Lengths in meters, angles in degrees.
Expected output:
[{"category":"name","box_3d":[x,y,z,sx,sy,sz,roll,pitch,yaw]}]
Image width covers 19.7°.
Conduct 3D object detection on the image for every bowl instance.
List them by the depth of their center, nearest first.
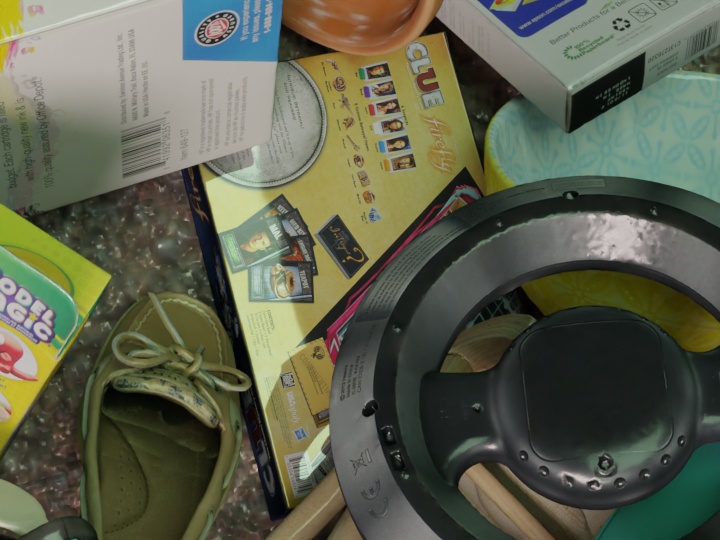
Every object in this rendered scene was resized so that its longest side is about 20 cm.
[{"category":"bowl","box_3d":[0.150,-0.003,0.940,0.199,0.200,0.108,-4,119,-16]}]

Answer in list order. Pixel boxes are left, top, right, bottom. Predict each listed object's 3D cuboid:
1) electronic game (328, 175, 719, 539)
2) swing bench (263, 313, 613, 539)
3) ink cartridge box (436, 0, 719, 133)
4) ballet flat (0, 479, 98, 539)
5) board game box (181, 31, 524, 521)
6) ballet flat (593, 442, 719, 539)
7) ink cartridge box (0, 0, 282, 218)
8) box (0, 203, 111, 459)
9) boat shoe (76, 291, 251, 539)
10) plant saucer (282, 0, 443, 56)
[{"category":"electronic game","box_3d":[0.087,0.051,0.772,0.198,0.042,0.201,-2,60,4]},{"category":"swing bench","box_3d":[0.056,0.158,0.858,0.199,0.130,0.200,46,68,-12]},{"category":"ink cartridge box","box_3d":[0.071,-0.151,0.982,0.094,0.037,0.200,-30,57,-20]},{"category":"ballet flat","box_3d":[-0.158,0.107,0.797,0.068,0.199,0.069,-12,101,-45]},{"category":"board game box","box_3d":[0.000,0.000,0.949,0.135,0.035,0.201,-11,79,-18]},{"category":"ballet flat","box_3d":[0.105,0.143,0.784,0.069,0.069,0.200,39,73,-3]},{"category":"ink cartridge box","box_3d":[-0.150,-0.117,0.857,0.199,0.147,0.145,-18,68,-14]},{"category":"box","box_3d":[-0.173,0.019,0.806,0.117,0.200,0.049,33,56,-5]},{"category":"boat shoe","box_3d":[-0.082,0.077,0.856,0.073,0.063,0.201,14,44,-11]},{"category":"plant saucer","box_3d":[-0.032,-0.185,0.899,0.037,0.200,0.200,-41,89,-24]}]
